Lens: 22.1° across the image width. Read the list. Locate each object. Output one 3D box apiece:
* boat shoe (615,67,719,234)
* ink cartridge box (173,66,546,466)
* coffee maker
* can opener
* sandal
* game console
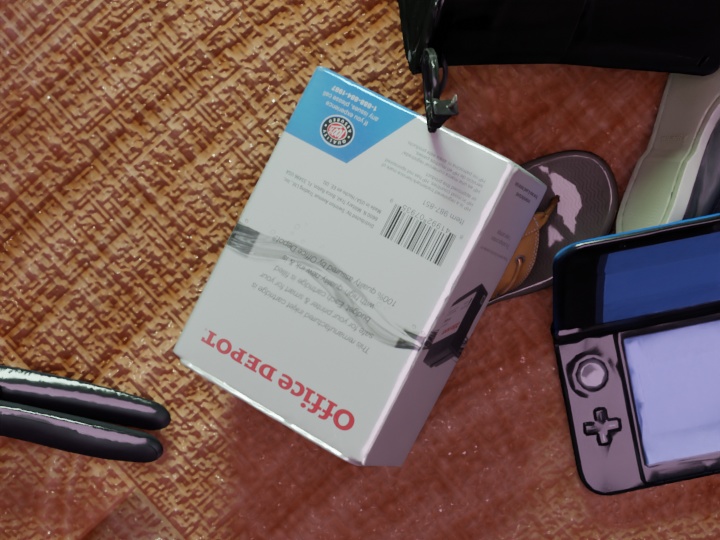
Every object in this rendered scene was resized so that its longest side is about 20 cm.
[{"bbox_3d":[0.233,-0.092,1.166,0.066,0.074,0.200,26,83,-30],"label":"boat shoe"},{"bbox_3d":[0.000,0.000,1.124,0.145,0.084,0.200,29,93,21],"label":"ink cartridge box"},{"bbox_3d":[0.128,-0.170,1.109,0.199,0.135,0.193,1,83,-9],"label":"coffee maker"},{"bbox_3d":[-0.221,0.087,1.180,0.199,0.079,0.064,4,54,-4],"label":"can opener"},{"bbox_3d":[0.072,-0.015,1.171,0.199,0.055,0.082,-18,91,2],"label":"sandal"},{"bbox_3d":[0.225,0.048,1.144,0.199,0.118,0.171,-11,93,1],"label":"game console"}]
